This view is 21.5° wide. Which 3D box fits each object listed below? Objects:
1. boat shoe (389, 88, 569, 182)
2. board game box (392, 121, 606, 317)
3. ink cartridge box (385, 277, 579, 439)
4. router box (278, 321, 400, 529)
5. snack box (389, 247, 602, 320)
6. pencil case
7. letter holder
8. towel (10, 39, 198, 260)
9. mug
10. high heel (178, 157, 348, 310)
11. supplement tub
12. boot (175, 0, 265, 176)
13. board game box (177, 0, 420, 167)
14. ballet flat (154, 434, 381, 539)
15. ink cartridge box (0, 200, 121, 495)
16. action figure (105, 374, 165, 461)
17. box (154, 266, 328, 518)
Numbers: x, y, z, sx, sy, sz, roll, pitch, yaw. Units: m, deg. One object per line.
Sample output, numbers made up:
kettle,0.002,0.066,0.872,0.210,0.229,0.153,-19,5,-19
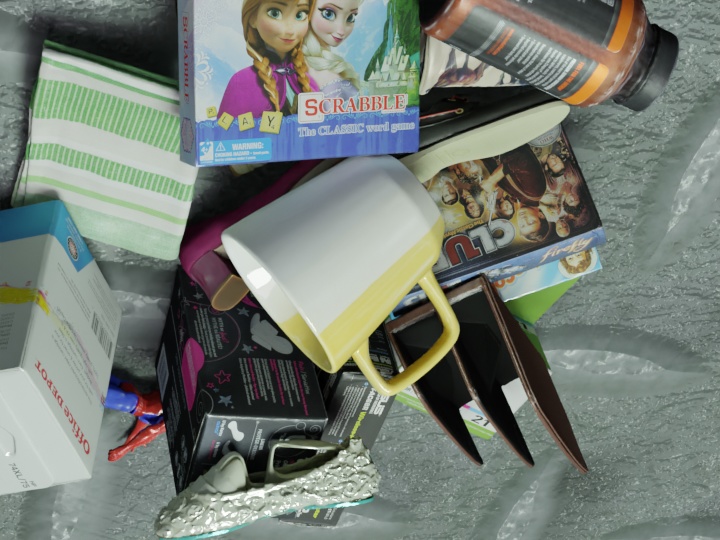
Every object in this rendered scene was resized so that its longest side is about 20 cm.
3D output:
boat shoe,0.083,-0.125,1.664,0.201,0.063,0.074,-20,161,6
board game box,0.102,-0.054,1.688,0.200,0.136,0.035,-20,153,1
ink cartridge box,0.124,0.051,1.824,0.148,0.076,0.200,25,121,-31
router box,-0.033,0.121,1.791,0.062,0.150,0.200,8,127,-20
snack box,0.109,-0.024,1.740,0.200,0.037,0.116,-19,93,1
pencil case,0.134,-0.192,1.619,0.199,0.078,0.090,-4,133,-12
letter holder,0.119,0.120,1.701,0.100,0.142,0.200,-27,150,8
towel,-0.211,-0.096,1.597,0.152,0.023,0.200,16,135,-4
mug,-0.006,-0.007,1.600,0.153,0.149,0.187,-39,135,-12
high heel,-0.086,-0.064,1.670,0.200,0.096,0.067,-44,142,11
supplement tub,0.155,-0.198,1.524,0.200,0.107,0.107,24,121,-16
boot,-0.063,-0.177,1.583,0.154,0.072,0.200,-18,137,0
board game box,-0.048,-0.189,1.518,0.200,0.041,0.200,-6,104,-24
ballet flat,-0.083,0.180,1.627,0.199,0.072,0.072,-11,131,-10
ink cartridge box,-0.307,0.070,1.619,0.146,0.200,0.147,-11,133,13
action figure,-0.243,0.137,1.804,0.200,0.065,0.099,22,112,-29
box,-0.112,0.111,1.726,0.114,0.200,0.132,4,129,-17
